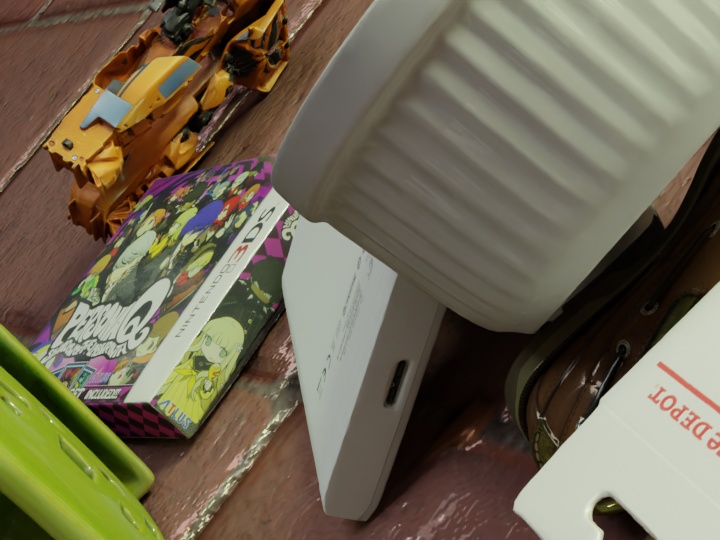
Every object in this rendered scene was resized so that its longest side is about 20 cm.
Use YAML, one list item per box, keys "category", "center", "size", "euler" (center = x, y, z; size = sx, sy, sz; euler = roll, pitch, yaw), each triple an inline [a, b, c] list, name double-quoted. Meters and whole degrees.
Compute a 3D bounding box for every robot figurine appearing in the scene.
- category: "robot figurine"
  center: [-0.112, -0.113, 1.167]
  size: [0.200, 0.058, 0.145]
  euler: [-48, -17, -19]

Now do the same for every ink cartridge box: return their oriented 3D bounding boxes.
- category: "ink cartridge box"
  center: [0.151, 0.039, 0.544]
  size: [0.200, 0.067, 0.117]
  euler: [-44, 25, 0]

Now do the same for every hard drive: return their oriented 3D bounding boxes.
- category: "hard drive"
  center: [0.000, 0.000, 0.822]
  size: [0.200, 0.027, 0.132]
  euler: [-106, 31, -62]

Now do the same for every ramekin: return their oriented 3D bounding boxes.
- category: "ramekin"
  center: [0.073, -0.071, 0.642]
  size: [0.200, 0.105, 0.200]
  euler: [-49, -4, -5]

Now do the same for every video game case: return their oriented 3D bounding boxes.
- category: "video game case"
  center: [-0.105, 0.014, 1.030]
  size: [0.200, 0.036, 0.182]
  euler: [-6, 44, 55]

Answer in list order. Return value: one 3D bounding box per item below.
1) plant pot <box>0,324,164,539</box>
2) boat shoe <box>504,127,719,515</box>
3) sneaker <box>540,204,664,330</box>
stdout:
- category: "plant pot"
  center: [-0.212, 0.120, 0.853]
  size: [0.199, 0.200, 0.182]
  euler: [-41, 17, 9]
- category: "boat shoe"
  center: [0.137, 0.004, 0.631]
  size: [0.200, 0.072, 0.068]
  euler: [-51, 27, 12]
- category: "sneaker"
  center: [0.060, -0.041, 0.795]
  size: [0.072, 0.083, 0.200]
  euler: [-44, 24, 4]
